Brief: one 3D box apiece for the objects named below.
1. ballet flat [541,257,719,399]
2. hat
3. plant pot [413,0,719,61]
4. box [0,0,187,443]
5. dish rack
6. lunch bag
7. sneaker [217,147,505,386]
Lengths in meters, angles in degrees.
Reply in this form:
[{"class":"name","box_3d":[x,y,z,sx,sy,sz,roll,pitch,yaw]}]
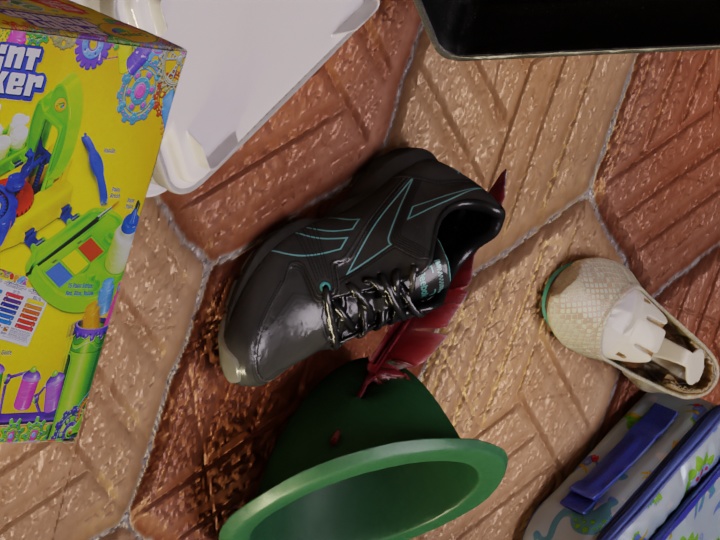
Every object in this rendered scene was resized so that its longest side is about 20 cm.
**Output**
[{"class":"ballet flat","box_3d":[0.189,0.040,1.988,0.200,0.062,0.068,27,86,-58]},{"class":"hat","box_3d":[-0.010,0.060,1.739,0.199,0.177,0.166,-3,154,-33]},{"class":"plant pot","box_3d":[0.122,-0.246,1.583,0.200,0.199,0.178,62,33,-52]},{"class":"box","box_3d":[-0.203,-0.032,1.306,0.200,0.122,0.193,3,107,-56]},{"class":"dish rack","box_3d":[-0.059,-0.143,1.524,0.200,0.043,0.172,-46,143,-28]},{"class":"lunch bag","box_3d":[0.195,0.185,2.075,0.200,0.082,0.161,-43,138,-35]},{"class":"sneaker","box_3d":[0.000,0.000,1.669,0.200,0.079,0.076,-43,141,-31]}]
